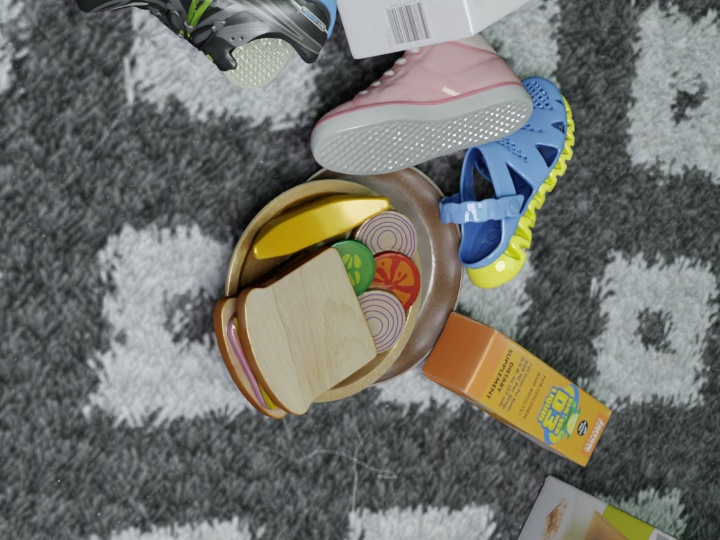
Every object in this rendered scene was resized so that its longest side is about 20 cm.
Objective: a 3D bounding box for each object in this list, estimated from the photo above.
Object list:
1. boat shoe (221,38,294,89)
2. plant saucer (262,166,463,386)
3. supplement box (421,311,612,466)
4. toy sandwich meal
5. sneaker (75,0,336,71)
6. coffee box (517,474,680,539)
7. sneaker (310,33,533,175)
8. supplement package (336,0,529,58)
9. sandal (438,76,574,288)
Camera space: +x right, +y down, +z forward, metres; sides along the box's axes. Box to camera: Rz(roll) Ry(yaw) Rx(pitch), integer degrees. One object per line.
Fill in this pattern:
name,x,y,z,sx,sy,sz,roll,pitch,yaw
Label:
boat shoe,-0.074,-0.244,0.933,0.074,0.062,0.202,6,112,-5
plant saucer,0.000,0.000,1.033,0.198,0.032,0.203,-5,101,-28
supplement box,0.149,0.112,1.097,0.199,0.069,0.067,33,82,-41
toy sandwich meal,-0.025,0.023,0.965,0.203,0.070,0.208,-5,100,-28
sneaker,-0.118,-0.192,0.883,0.197,0.071,0.084,7,108,-4
coffee box,0.258,0.346,1.134,0.199,0.197,0.201,29,85,-27
sneaker,0.038,-0.150,1.001,0.198,0.076,0.105,-15,63,-18
supplement package,0.077,-0.263,0.945,0.200,0.120,0.121,-38,116,-44
sandal,0.127,-0.089,1.045,0.087,0.079,0.202,36,65,-36
